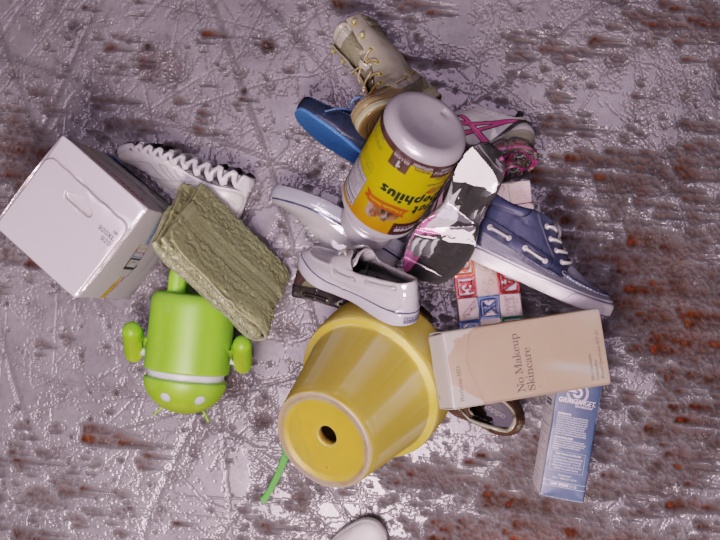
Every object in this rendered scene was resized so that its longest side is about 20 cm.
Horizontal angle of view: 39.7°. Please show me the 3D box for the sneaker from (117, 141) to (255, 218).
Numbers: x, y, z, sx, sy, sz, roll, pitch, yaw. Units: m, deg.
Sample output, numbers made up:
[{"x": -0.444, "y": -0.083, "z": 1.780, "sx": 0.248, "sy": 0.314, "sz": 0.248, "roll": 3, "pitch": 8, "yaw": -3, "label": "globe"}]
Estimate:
[{"x": -0.246, "y": -0.123, "z": 1.366, "sx": 0.196, "sy": 0.075, "sz": 0.083, "roll": 19, "pitch": 99, "yaw": 6, "label": "sneaker"}]

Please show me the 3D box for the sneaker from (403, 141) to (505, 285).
[{"x": 0.126, "y": -0.074, "z": 1.268, "sx": 0.080, "sy": 0.087, "sz": 0.202, "roll": 32, "pitch": 111, "yaw": -3, "label": "sneaker"}]

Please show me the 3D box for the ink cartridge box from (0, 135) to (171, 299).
[{"x": -0.345, "y": -0.063, "z": 1.305, "sx": 0.146, "sy": 0.200, "sz": 0.145, "roll": 39, "pitch": 91, "yaw": 5, "label": "ink cartridge box"}]

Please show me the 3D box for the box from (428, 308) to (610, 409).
[{"x": 0.188, "y": 0.106, "z": 1.192, "sx": 0.196, "sy": 0.078, "sz": 0.097, "roll": -9, "pitch": 86, "yaw": -10, "label": "box"}]

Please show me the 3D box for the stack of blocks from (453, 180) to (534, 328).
[{"x": 0.179, "y": -0.011, "z": 1.327, "sx": 0.112, "sy": 0.059, "sz": 0.205, "roll": -5, "pitch": 88, "yaw": 5, "label": "stack of blocks"}]

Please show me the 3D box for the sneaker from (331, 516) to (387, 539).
[{"x": -0.041, "y": 0.414, "z": 1.320, "sx": 0.200, "sy": 0.088, "sz": 0.075, "roll": -45, "pitch": 84, "yaw": 2, "label": "sneaker"}]

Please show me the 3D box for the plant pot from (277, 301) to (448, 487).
[{"x": -0.003, "y": 0.162, "z": 1.236, "sx": 0.197, "sy": 0.189, "sz": 0.205, "roll": 11, "pitch": 117, "yaw": 23, "label": "plant pot"}]

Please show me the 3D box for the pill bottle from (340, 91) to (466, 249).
[{"x": 0.044, "y": -0.116, "z": 1.238, "sx": 0.107, "sy": 0.201, "sz": 0.111, "roll": 13, "pitch": 50, "yaw": -17, "label": "pill bottle"}]

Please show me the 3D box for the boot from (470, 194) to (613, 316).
[{"x": 0.238, "y": -0.019, "z": 1.256, "sx": 0.197, "sy": 0.073, "sz": 0.092, "roll": 24, "pitch": 95, "yaw": 6, "label": "boot"}]

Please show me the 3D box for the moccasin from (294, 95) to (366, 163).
[{"x": 0.006, "y": -0.182, "z": 1.348, "sx": 0.198, "sy": 0.080, "sz": 0.069, "roll": 31, "pitch": 76, "yaw": -11, "label": "moccasin"}]

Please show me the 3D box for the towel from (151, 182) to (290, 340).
[{"x": -0.179, "y": -0.014, "z": 1.301, "sx": 0.036, "sy": 0.150, "sz": 0.200, "roll": -33, "pitch": 113, "yaw": 34, "label": "towel"}]

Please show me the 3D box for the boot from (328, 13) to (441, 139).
[{"x": 0.011, "y": -0.254, "z": 1.290, "sx": 0.072, "sy": 0.199, "sz": 0.156, "roll": -42, "pitch": 83, "yaw": 32, "label": "boot"}]

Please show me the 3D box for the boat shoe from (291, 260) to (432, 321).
[{"x": 0.000, "y": 0.044, "z": 1.341, "sx": 0.197, "sy": 0.073, "sz": 0.066, "roll": 23, "pitch": 95, "yaw": 15, "label": "boat shoe"}]

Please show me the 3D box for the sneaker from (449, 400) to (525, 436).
[{"x": 0.129, "y": 0.157, "z": 1.318, "sx": 0.197, "sy": 0.076, "sz": 0.072, "roll": 23, "pitch": 90, "yaw": 5, "label": "sneaker"}]

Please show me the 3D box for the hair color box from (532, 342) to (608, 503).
[{"x": 0.271, "y": 0.187, "z": 1.293, "sx": 0.059, "sy": 0.100, "sz": 0.205, "roll": 9, "pitch": 89, "yaw": 4, "label": "hair color box"}]

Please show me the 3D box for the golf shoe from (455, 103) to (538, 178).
[{"x": 0.136, "y": -0.176, "z": 1.321, "sx": 0.195, "sy": 0.073, "sz": 0.094, "roll": 3, "pitch": 60, "yaw": -14, "label": "golf shoe"}]

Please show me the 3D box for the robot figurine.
[{"x": -0.228, "y": 0.097, "z": 1.332, "sx": 0.171, "sy": 0.116, "sz": 0.205, "roll": 7, "pitch": 89, "yaw": -4, "label": "robot figurine"}]

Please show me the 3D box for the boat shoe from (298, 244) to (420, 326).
[{"x": 0.000, "y": 0.000, "z": 1.253, "sx": 0.198, "sy": 0.073, "sz": 0.067, "roll": 25, "pitch": 122, "yaw": 34, "label": "boat shoe"}]

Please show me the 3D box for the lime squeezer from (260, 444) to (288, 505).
[{"x": -0.062, "y": 0.243, "z": 1.352, "sx": 0.197, "sy": 0.038, "sz": 0.072, "roll": -28, "pitch": 86, "yaw": 3, "label": "lime squeezer"}]

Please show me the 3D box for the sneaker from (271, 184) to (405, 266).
[{"x": -0.039, "y": -0.049, "z": 1.341, "sx": 0.197, "sy": 0.073, "sz": 0.072, "roll": 27, "pitch": 87, "yaw": 5, "label": "sneaker"}]
